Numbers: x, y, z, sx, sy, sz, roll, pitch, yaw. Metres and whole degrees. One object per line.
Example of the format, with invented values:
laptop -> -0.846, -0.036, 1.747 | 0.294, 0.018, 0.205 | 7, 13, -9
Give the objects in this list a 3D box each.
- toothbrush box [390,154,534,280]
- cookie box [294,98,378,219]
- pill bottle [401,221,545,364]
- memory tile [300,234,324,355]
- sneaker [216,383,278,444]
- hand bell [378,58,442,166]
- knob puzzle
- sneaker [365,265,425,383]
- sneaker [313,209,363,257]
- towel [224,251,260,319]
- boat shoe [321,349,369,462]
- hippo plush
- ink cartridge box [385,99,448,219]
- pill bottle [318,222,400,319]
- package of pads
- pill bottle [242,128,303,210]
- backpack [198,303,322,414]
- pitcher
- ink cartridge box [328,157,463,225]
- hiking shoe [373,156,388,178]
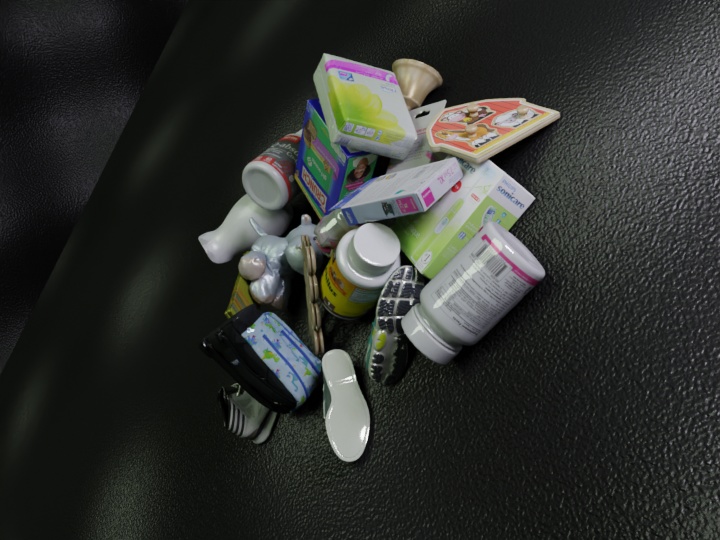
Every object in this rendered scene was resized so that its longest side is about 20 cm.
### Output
toothbrush box -> 0.157, -0.088, 1.187 | 0.200, 0.086, 0.146 | -50, 36, 12
cookie box -> -0.051, -0.204, 1.420 | 0.171, 0.075, 0.200 | 57, 150, 31
pill bottle -> 0.159, 0.036, 1.069 | 0.200, 0.113, 0.113 | -47, 37, 18
memory tile -> -0.088, 0.042, 1.340 | 0.153, 0.017, 0.200 | -123, 28, -74
sneaker -> -0.197, 0.216, 1.389 | 0.076, 0.115, 0.201 | 1, 67, 52
hand bell -> 0.077, -0.293, 1.419 | 0.104, 0.104, 0.200 | 6, 71, 53
knob puzzle -> 0.192, -0.248, 1.208 | 0.219, 0.030, 0.220 | -12, 33, 8
sneaker -> 0.045, 0.082, 1.189 | 0.080, 0.077, 0.200 | -129, 53, -65
sneaker -> -0.036, -0.064, 1.326 | 0.088, 0.200, 0.081 | -29, 73, 4
towel -> -0.223, 0.050, 1.448 | 0.018, 0.086, 0.200 | -17, 33, 14
boat shoe -> -0.027, 0.231, 1.231 | 0.062, 0.073, 0.200 | 92, 168, -54
hippo plush -> -0.136, -0.019, 1.490 | 0.161, 0.159, 0.200 | -18, 32, 15
ink cartridge box -> 0.113, -0.198, 1.335 | 0.117, 0.067, 0.200 | -4, 64, 50
pill bottle -> 0.000, 0.000, 1.237 | 0.200, 0.109, 0.109 | 122, 159, -60
package of pads -> 0.009, -0.294, 1.328 | 0.068, 0.154, 0.200 | -55, 37, 41
pill bottle -> -0.154, -0.225, 1.591 | 0.116, 0.116, 0.200 | -18, 22, 44
backpack -> -0.166, 0.163, 1.313 | 0.154, 0.200, 0.163 | -34, -1, -42
pitcher -> -0.247, -0.101, 1.686 | 0.200, 0.172, 0.121 | -34, 85, 13
ink cartridge box -> 0.054, -0.122, 1.180 | 0.200, 0.042, 0.119 | -4, 29, 45
hiking shoe -> 0.005, -0.247, 1.500 | 0.200, 0.076, 0.101 | 23, 83, 52
